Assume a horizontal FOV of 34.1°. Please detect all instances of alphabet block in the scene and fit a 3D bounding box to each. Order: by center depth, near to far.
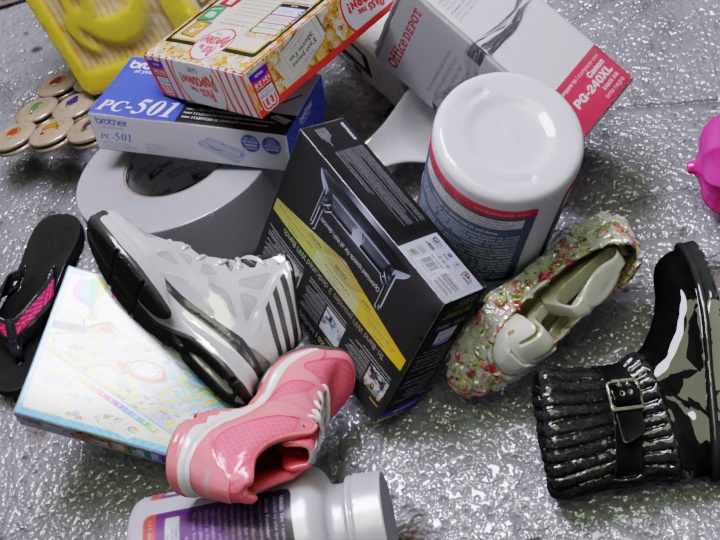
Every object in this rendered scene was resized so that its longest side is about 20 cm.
[{"bbox_3d":[-0.208,-0.322,1.164,0.193,0.198,0.201,-9,35,36],"label":"alphabet block"}]

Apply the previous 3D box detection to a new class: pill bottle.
[{"bbox_3d":[-0.072,0.215,0.912,0.197,0.112,0.113,-12,57,7],"label":"pill bottle"},{"bbox_3d":[0.106,-0.057,0.971,0.117,0.201,0.121,2,62,-4],"label":"pill bottle"}]

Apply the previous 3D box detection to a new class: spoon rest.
[{"bbox_3d":[0.051,-0.125,1.112,0.198,0.061,0.100,-33,83,-4],"label":"spoon rest"}]

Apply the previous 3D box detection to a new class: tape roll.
[{"bbox_3d":[-0.164,-0.078,1.108,0.197,0.067,0.202,-11,42,10],"label":"tape roll"}]

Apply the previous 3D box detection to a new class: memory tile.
[{"bbox_3d":[-0.274,-0.171,1.203,0.197,0.017,0.154,-3,39,25],"label":"memory tile"}]

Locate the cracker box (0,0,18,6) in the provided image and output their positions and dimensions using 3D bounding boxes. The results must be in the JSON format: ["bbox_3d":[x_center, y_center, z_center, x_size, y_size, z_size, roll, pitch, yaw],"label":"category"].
[{"bbox_3d":[-0.358,-0.400,1.385,0.197,0.058,0.135,-15,56,3],"label":"cracker box"}]

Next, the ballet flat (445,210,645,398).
[{"bbox_3d":[0.150,0.031,0.948,0.200,0.076,0.064,-46,27,-1],"label":"ballet flat"}]

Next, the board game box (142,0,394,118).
[{"bbox_3d":[-0.073,-0.220,1.037,0.150,0.047,0.200,20,55,45],"label":"board game box"}]

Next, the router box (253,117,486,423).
[{"bbox_3d":[0.000,0.000,0.982,0.052,0.158,0.201,-19,60,-37],"label":"router box"}]

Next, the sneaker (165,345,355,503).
[{"bbox_3d":[-0.054,0.126,0.905,0.086,0.075,0.199,14,31,35],"label":"sneaker"}]

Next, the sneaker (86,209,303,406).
[{"bbox_3d":[-0.129,0.007,0.976,0.200,0.076,0.115,45,60,5],"label":"sneaker"}]

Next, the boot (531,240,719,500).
[{"bbox_3d":[0.215,0.076,0.946,0.155,0.080,0.214,-5,59,11],"label":"boot"}]

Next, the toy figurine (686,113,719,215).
[{"bbox_3d":[0.376,-0.084,0.990,0.199,0.152,0.183,-30,44,-32],"label":"toy figurine"}]

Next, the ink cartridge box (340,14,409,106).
[{"bbox_3d":[0.031,-0.260,1.200,0.115,0.068,0.200,-36,58,-10],"label":"ink cartridge box"}]

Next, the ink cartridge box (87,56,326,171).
[{"bbox_3d":[-0.139,-0.145,1.073,0.197,0.045,0.095,8,45,18],"label":"ink cartridge box"}]

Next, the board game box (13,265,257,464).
[{"bbox_3d":[-0.172,0.087,0.985,0.197,0.034,0.136,15,66,1],"label":"board game box"}]

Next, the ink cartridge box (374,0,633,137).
[{"bbox_3d":[0.120,-0.182,1.042,0.200,0.145,0.084,42,72,2],"label":"ink cartridge box"}]

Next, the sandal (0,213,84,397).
[{"bbox_3d":[-0.320,0.025,1.126,0.074,0.045,0.203,1,60,14],"label":"sandal"}]
